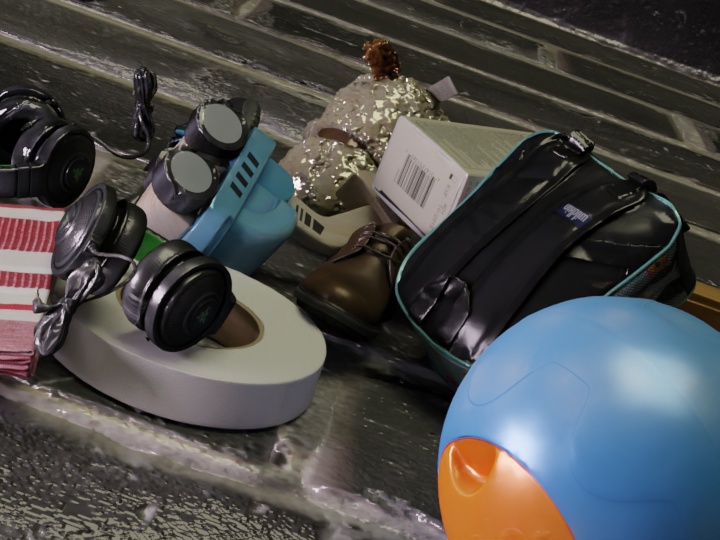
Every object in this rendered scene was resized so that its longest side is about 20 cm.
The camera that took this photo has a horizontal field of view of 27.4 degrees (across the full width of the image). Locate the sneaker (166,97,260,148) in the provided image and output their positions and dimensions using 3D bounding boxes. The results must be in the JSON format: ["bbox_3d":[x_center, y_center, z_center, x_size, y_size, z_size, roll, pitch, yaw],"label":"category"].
[{"bbox_3d":[-0.139,-0.123,1.385,0.081,0.074,0.200,15,19,-9],"label":"sneaker"}]

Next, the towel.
[{"bbox_3d":[-0.265,0.006,0.938,0.142,0.023,0.201,5,27,-6],"label":"towel"}]

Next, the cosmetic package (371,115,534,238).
[{"bbox_3d":[0.119,-0.069,1.252,0.198,0.072,0.105,4,30,-39],"label":"cosmetic package"}]

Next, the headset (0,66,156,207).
[{"bbox_3d":[-0.257,-0.114,1.193,0.198,0.095,0.123,-9,34,-34],"label":"headset"}]

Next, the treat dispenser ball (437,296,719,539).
[{"bbox_3d":[0.141,0.116,0.827,0.198,0.203,0.201,17,19,-6],"label":"treat dispenser ball"}]

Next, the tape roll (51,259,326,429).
[{"bbox_3d":[-0.121,0.042,1.018,0.200,0.037,0.203,17,19,-6],"label":"tape roll"}]

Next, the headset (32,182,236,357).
[{"bbox_3d":[-0.150,0.009,0.935,0.123,0.095,0.200,34,4,4],"label":"headset"}]

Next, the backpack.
[{"bbox_3d":[0.134,0.017,1.120,0.199,0.154,0.176,-37,51,-15],"label":"backpack"}]

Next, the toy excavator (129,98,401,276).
[{"bbox_3d":[-0.074,-0.046,1.193,0.199,0.100,0.195,39,44,-13],"label":"toy excavator"}]

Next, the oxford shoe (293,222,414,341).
[{"bbox_3d":[0.000,0.000,1.140,0.072,0.085,0.200,28,14,4],"label":"oxford shoe"}]

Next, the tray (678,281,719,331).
[{"bbox_3d":[0.281,0.063,1.258,0.197,0.100,0.037,19,20,-3],"label":"tray"}]

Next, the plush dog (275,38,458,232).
[{"bbox_3d":[-0.005,-0.099,1.346,0.198,0.162,0.172,20,57,31],"label":"plush dog"}]
